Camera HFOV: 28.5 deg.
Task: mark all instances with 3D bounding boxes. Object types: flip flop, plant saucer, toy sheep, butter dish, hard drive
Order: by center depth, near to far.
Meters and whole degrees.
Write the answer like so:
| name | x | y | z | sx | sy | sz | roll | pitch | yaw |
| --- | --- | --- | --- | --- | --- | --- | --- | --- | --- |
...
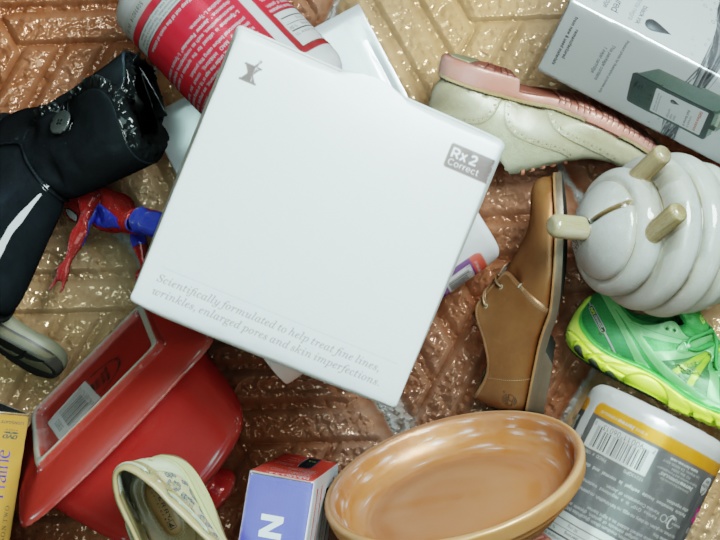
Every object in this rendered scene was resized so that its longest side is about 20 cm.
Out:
| name | x | y | z | sx | sy | sz | roll | pitch | yaw |
| --- | --- | --- | --- | --- | --- | --- | --- | --- | --- |
| plant saucer | 0.073 | 0.166 | 1.060 | 0.199 | 0.200 | 0.038 | -15 | 108 | 2 |
| toy sheep | 0.229 | -0.029 | 1.072 | 0.199 | 0.138 | 0.139 | 9 | 86 | -23 |
| butter dish | -0.159 | 0.133 | 1.106 | 0.199 | 0.200 | 0.148 | -44 | 109 | -2 |
| flip flop | -0.318 | 0.014 | 1.162 | 0.200 | 0.081 | 0.058 | 33 | 72 | 3 |
| hard drive | -0.059 | -0.116 | 1.176 | 0.199 | 0.027 | 0.132 | -28 | 85 | 1 |

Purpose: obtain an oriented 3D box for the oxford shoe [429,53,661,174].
| name | x | y | z | sx | sy | sz | roll | pitch | yaw |
| --- | --- | --- | --- | --- | --- | --- | --- | --- | --- |
| oxford shoe | 0.149 | -0.110 | 1.142 | 0.199 | 0.071 | 0.074 | 21 | 104 | 2 |

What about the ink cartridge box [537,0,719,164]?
| name | x | y | z | sx | sy | sz | roll | pitch | yaw |
| --- | --- | --- | --- | --- | --- | --- | --- | --- | --- |
| ink cartridge box | 0.261 | -0.180 | 1.105 | 0.199 | 0.084 | 0.146 | 28 | 54 | 4 |

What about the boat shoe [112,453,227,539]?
| name | x | y | z | sx | sy | sz | roll | pitch | yaw |
| --- | --- | --- | --- | --- | --- | --- | --- | --- | --- |
| boat shoe | -0.109 | 0.217 | 0.964 | 0.073 | 0.063 | 0.200 | -39 | 74 | 10 |

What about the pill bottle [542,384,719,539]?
| name | x | y | z | sx | sy | sz | roll | pitch | yaw |
| --- | --- | --- | --- | --- | --- | --- | --- | --- | --- |
| pill bottle | 0.190 | 0.200 | 1.098 | 0.116 | 0.116 | 0.201 | 27 | 89 | 4 |

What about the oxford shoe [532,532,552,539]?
| name | x | y | z | sx | sy | sz | roll | pitch | yaw |
| --- | --- | --- | --- | --- | --- | --- | --- | --- | --- |
| oxford shoe | 0.070 | 0.223 | 1.093 | 0.199 | 0.071 | 0.074 | 3 | 96 | 47 |

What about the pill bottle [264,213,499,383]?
| name | x | y | z | sx | sy | sz | roll | pitch | yaw |
| --- | --- | --- | --- | --- | --- | --- | --- | --- | --- |
| pill bottle | 0.000 | 0.000 | 1.123 | 0.200 | 0.111 | 0.112 | -35 | 85 | 0 |

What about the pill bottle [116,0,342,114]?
| name | x | y | z | sx | sy | sz | roll | pitch | yaw |
| --- | --- | --- | --- | --- | --- | --- | --- | --- | --- |
| pill bottle | -0.088 | -0.164 | 1.112 | 0.112 | 0.112 | 0.200 | -43 | 85 | 0 |

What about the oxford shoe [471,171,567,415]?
| name | x | y | z | sx | sy | sz | roll | pitch | yaw |
| --- | --- | --- | --- | --- | --- | --- | --- | --- | --- |
| oxford shoe | 0.127 | 0.018 | 1.123 | 0.071 | 0.071 | 0.201 | 10 | 101 | 9 |

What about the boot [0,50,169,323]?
| name | x | y | z | sx | sy | sz | roll | pitch | yaw |
| --- | --- | --- | --- | --- | --- | --- | --- | --- | --- |
| boot | -0.234 | -0.068 | 1.103 | 0.168 | 0.076 | 0.201 | -19 | 51 | 28 |

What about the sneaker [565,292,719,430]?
| name | x | y | z | sx | sy | sz | roll | pitch | yaw |
| --- | --- | --- | --- | --- | --- | --- | --- | --- | --- |
| sneaker | 0.264 | 0.072 | 1.123 | 0.199 | 0.074 | 0.084 | 26 | 92 | 5 |

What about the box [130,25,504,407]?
| name | x | y | z | sx | sy | sz | roll | pitch | yaw |
| --- | --- | --- | --- | --- | --- | --- | --- | --- | --- |
| box | -0.033 | -0.036 | 0.993 | 0.198 | 0.131 | 0.201 | 23 | 89 | -5 |

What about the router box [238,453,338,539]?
| name | x | y | z | sx | sy | sz | roll | pitch | yaw |
| --- | --- | --- | --- | --- | --- | --- | --- | --- | --- |
| router box | -0.063 | 0.246 | 1.076 | 0.049 | 0.179 | 0.201 | 9 | 86 | 5 |

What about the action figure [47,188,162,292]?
| name | x | y | z | sx | sy | sz | roll | pitch | yaw |
| --- | --- | --- | --- | --- | --- | --- | --- | --- | --- |
| action figure | -0.173 | -0.012 | 1.135 | 0.199 | 0.065 | 0.099 | 16 | 91 | 35 |

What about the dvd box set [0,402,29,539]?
| name | x | y | z | sx | sy | sz | roll | pitch | yaw |
| --- | --- | --- | --- | --- | --- | --- | --- | --- | --- |
| dvd box set | -0.309 | 0.203 | 1.116 | 0.029 | 0.146 | 0.201 | 10 | 86 | -29 |
